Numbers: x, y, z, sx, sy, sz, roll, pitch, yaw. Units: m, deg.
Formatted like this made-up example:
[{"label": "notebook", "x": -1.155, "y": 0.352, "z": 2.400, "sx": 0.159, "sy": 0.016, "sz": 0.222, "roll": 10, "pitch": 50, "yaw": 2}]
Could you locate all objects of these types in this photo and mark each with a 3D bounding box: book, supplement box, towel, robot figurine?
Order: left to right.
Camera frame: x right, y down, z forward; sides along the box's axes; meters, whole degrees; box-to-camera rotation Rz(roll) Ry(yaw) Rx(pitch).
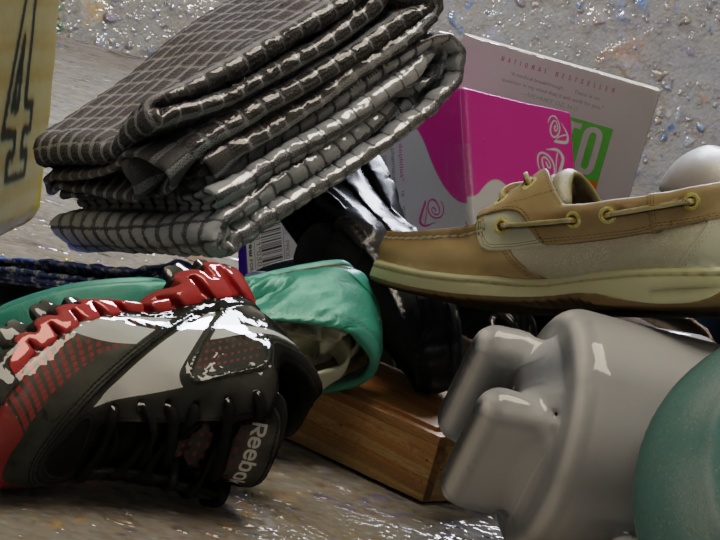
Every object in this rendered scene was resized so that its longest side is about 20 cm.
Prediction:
[{"label": "towel", "x": -0.117, "y": 0.003, "z": 1.270, "sx": 0.199, "sy": 0.024, "sz": 0.144, "roll": 6, "pitch": 0, "yaw": 42}, {"label": "towel", "x": -0.065, "y": -0.088, "z": 1.223, "sx": 0.200, "sy": 0.086, "sz": 0.165, "roll": -35, "pitch": 20, "yaw": -29}, {"label": "supplement box", "x": 0.026, "y": -0.035, "z": 1.409, "sx": 0.103, "sy": 0.102, "sz": 0.199, "roll": 8, "pitch": -15, "yaw": -43}, {"label": "book", "x": 0.101, "y": -0.038, "z": 1.489, "sx": 0.133, "sy": 0.201, "sz": 0.048, "roll": 15, "pitch": 8, "yaw": 2}, {"label": "robot figurine", "x": 0.136, "y": 0.085, "z": 1.037, "sx": 0.199, "sy": 0.113, "sz": 0.170, "roll": 14, "pitch": 43, "yaw": -11}]

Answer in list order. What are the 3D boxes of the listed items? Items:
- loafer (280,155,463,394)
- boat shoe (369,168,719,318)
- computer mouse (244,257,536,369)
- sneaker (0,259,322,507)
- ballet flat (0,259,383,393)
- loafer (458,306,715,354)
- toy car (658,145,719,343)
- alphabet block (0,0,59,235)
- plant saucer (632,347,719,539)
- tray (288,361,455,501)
[{"label": "loafer", "x": 0.000, "y": 0.000, "z": 1.205, "sx": 0.070, "sy": 0.068, "sz": 0.201, "roll": -14, "pitch": 38, "yaw": -13}, {"label": "boat shoe", "x": 0.097, "y": -0.014, "z": 1.076, "sx": 0.199, "sy": 0.067, "sz": 0.074, "roll": 2, "pitch": -5, "yaw": 29}, {"label": "computer mouse", "x": 0.021, "y": 0.028, "z": 1.300, "sx": 0.199, "sy": 0.044, "sz": 0.110, "roll": 18, "pitch": -31, "yaw": 30}, {"label": "sneaker", "x": -0.086, "y": 0.055, "z": 0.946, "sx": 0.098, "sy": 0.071, "sz": 0.200, "roll": 39, "pitch": 29, "yaw": 20}, {"label": "ballet flat", "x": -0.078, "y": 0.039, "z": 1.070, "sx": 0.199, "sy": 0.068, "sz": 0.071, "roll": -7, "pitch": 49, "yaw": -21}, {"label": "loafer", "x": 0.122, "y": 0.047, "z": 1.363, "sx": 0.199, "sy": 0.073, "sz": 0.071, "roll": 5, "pitch": -22, "yaw": -8}, {"label": "toy car", "x": 0.257, "y": 0.025, "z": 1.457, "sx": 0.199, "sy": 0.176, "sz": 0.150, "roll": 16, "pitch": 10, "yaw": 2}, {"label": "alphabet block", "x": -0.277, "y": -0.120, "z": 1.263, "sx": 0.194, "sy": 0.198, "sz": 0.200, "roll": 9, "pitch": 8, "yaw": 2}, {"label": "plant saucer", "x": 0.211, "y": 0.093, "z": 0.931, "sx": 0.199, "sy": 0.201, "sz": 0.036, "roll": 17, "pitch": -35, "yaw": 8}, {"label": "tray", "x": -0.012, "y": 0.064, "z": 1.171, "sx": 0.199, "sy": 0.037, "sz": 0.098, "roll": 21, "pitch": 9, "yaw": 36}]
